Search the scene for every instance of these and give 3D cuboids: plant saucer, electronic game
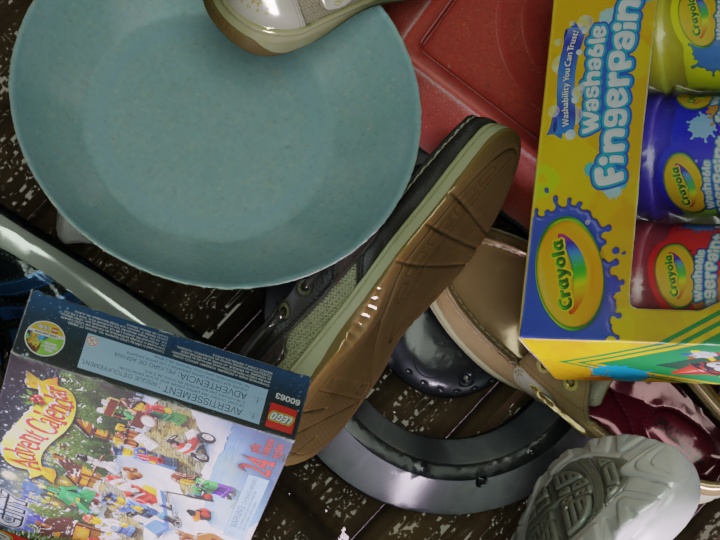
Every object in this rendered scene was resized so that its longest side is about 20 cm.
[{"bbox_3d":[-0.071,-0.076,1.261,0.200,0.039,0.202,5,65,-11],"label":"plant saucer"},{"bbox_3d":[0.119,-0.122,1.354,0.199,0.037,0.200,37,72,-3],"label":"plant saucer"},{"bbox_3d":[0.046,0.026,1.357,0.199,0.042,0.202,1,88,-14],"label":"electronic game"}]

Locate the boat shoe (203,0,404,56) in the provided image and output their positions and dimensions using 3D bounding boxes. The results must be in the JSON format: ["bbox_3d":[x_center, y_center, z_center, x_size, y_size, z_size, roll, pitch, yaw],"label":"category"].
[{"bbox_3d":[0.008,-0.172,1.270,0.200,0.063,0.073,-31,74,-37],"label":"boat shoe"}]

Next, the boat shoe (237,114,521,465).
[{"bbox_3d":[0.000,0.000,1.278,0.065,0.073,0.200,39,94,25],"label":"boat shoe"}]

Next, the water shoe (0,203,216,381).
[{"bbox_3d":[-0.163,0.026,1.323,0.199,0.072,0.079,33,89,-2],"label":"water shoe"}]

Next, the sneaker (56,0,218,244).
[{"bbox_3d":[-0.084,-0.097,1.341,0.099,0.078,0.201,19,95,-12],"label":"sneaker"}]

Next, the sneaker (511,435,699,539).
[{"bbox_3d":[0.116,0.159,1.311,0.099,0.078,0.200,28,129,-19],"label":"sneaker"}]

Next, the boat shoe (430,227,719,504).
[{"bbox_3d":[0.120,0.044,1.318,0.200,0.066,0.074,35,80,-9],"label":"boat shoe"}]

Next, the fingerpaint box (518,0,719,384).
[{"bbox_3d":[0.171,-0.051,1.250,0.166,0.073,0.201,2,72,20],"label":"fingerpaint box"}]

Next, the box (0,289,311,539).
[{"bbox_3d":[-0.112,0.095,1.266,0.136,0.200,0.038,17,55,-4],"label":"box"}]
